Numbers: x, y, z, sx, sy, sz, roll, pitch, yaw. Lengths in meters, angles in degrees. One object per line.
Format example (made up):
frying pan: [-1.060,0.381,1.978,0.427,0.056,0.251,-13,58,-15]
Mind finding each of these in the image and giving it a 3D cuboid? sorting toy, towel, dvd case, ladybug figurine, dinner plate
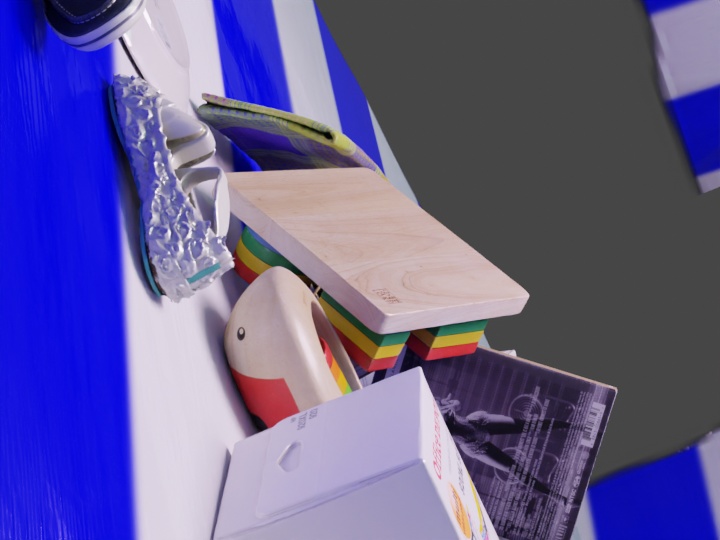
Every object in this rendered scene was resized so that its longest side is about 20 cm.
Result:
sorting toy: [0.000,0.000,1.505,0.198,0.070,0.199,39,26,29]
towel: [-0.053,-0.103,1.657,0.200,0.142,0.023,45,62,-70]
dvd case: [0.099,0.140,1.562,0.016,0.198,0.150,-52,159,-82]
ladybug figurine: [-0.042,0.091,1.373,0.136,0.071,0.201,-99,165,-61]
dinner plate: [-0.175,-0.219,1.502,0.200,0.024,0.202,-22,90,-82]

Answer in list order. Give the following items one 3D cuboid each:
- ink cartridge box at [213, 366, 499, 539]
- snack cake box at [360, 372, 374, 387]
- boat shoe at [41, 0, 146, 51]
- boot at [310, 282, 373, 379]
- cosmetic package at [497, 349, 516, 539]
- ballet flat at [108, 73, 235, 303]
ink cartridge box: [0.014,0.197,1.200,0.147,0.144,0.201,-88,154,-70]
snack cake box: [0.039,0.164,1.758,0.201,0.067,0.116,60,10,-45]
boat shoe: [-0.190,-0.215,1.217,0.062,0.074,0.201,52,12,-46]
boot: [-0.035,0.005,1.643,0.200,0.072,0.157,-109,176,-71]
cosmetic package: [0.093,0.177,1.624,0.073,0.103,0.202,-17,98,-63]
ballet flat: [-0.123,-0.063,1.270,0.072,0.071,0.201,58,12,-51]
